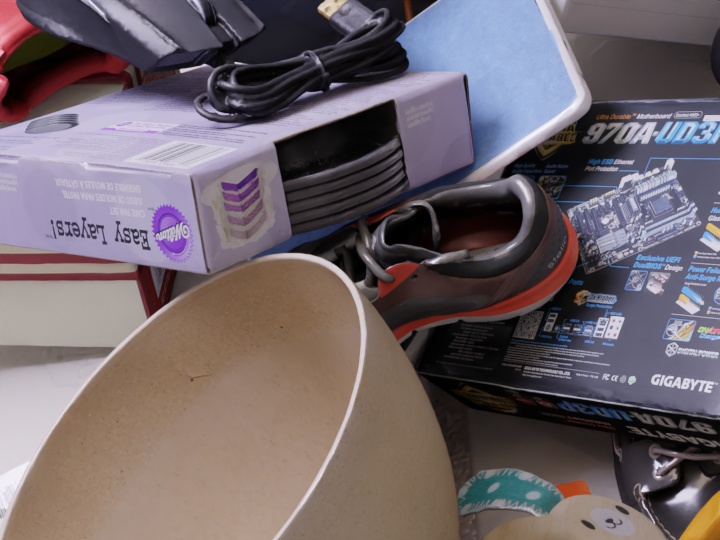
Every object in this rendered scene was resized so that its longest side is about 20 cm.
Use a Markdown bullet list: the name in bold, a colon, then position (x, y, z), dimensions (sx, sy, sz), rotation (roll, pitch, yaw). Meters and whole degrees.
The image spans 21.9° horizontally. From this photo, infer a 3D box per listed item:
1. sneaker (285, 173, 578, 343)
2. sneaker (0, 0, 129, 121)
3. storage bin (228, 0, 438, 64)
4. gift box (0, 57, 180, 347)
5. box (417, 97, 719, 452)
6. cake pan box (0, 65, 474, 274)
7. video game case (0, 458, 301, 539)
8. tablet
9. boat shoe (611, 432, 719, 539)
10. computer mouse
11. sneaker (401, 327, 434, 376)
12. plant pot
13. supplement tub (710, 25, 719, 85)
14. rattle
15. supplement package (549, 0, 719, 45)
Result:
- **sneaker**: position (0.000, 0.000, 0.856), dimensions (0.199, 0.082, 0.077), rotation (-24, 63, 2)
- **sneaker**: position (-0.211, -0.109, 0.969), dimensions (0.199, 0.077, 0.085), rotation (-21, 54, -11)
- **storage bin**: position (-0.042, -0.180, 1.009), dimensions (0.200, 0.134, 0.146), rotation (-35, 64, 47)
- **gift box**: position (-0.206, -0.049, 1.091), dimensions (0.186, 0.201, 0.185), rotation (2, 43, 8)
- **box**: position (0.132, -0.003, 0.877), dimensions (0.200, 0.046, 0.159), rotation (4, 65, 51)
- **cake pan box**: position (-0.071, -0.055, 0.887), dimensions (0.199, 0.053, 0.184), rotation (6, 24, 42)
- **video game case**: position (-0.092, 0.154, 0.872), dimensions (0.199, 0.036, 0.182), rotation (-28, 67, -2)
- **tablet**: position (0.018, -0.069, 0.947), dimensions (0.200, 0.014, 0.130), rotation (-34, 44, 18)
- **boat shoe**: position (0.146, 0.063, 0.883), dimensions (0.067, 0.057, 0.200), rotation (-17, 41, 10)
- **computer mouse**: position (-0.070, -0.134, 0.911), dimensions (0.140, 0.046, 0.200), rotation (-19, 34, -36)
- **sneaker**: position (-0.010, 0.076, 0.948), dimensions (0.074, 0.079, 0.201), rotation (24, 75, 18)
- **plant pot**: position (-0.036, 0.113, 0.772), dimensions (0.200, 0.134, 0.201), rotation (-31, 33, 23)
- **supplement tub**: position (0.250, -0.068, 0.931), dimensions (0.107, 0.107, 0.200), rotation (-26, 41, -1)
- **rattle**: position (0.107, 0.094, 0.782), dimensions (0.130, 0.143, 0.200), rotation (1, 26, 0)
- **supplement package**: position (0.142, -0.201, 1.046), dimensions (0.199, 0.111, 0.156), rotation (-2, 24, -40)
